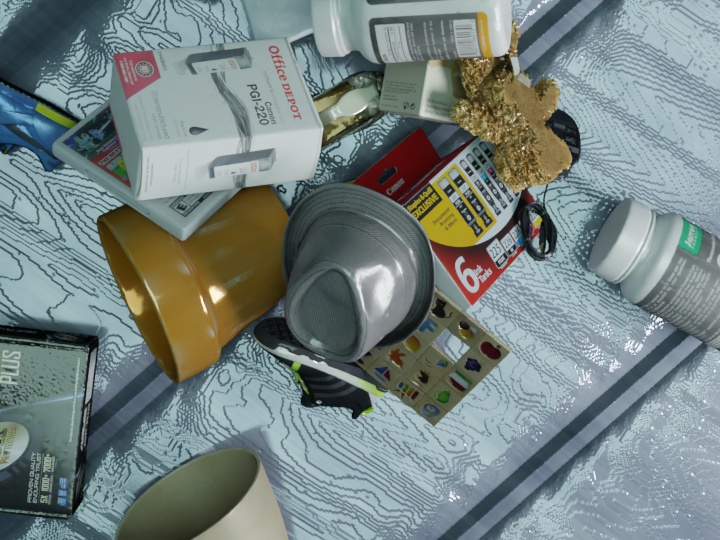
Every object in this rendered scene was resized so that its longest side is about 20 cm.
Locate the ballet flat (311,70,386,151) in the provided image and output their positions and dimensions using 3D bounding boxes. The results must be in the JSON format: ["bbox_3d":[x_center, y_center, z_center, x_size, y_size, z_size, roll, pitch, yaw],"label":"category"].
[{"bbox_3d":[-0.049,-0.169,1.621,0.199,0.072,0.073,-29,96,0],"label":"ballet flat"}]

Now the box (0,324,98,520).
[{"bbox_3d":[-0.392,0.168,1.624,0.162,0.086,0.203,7,95,-3],"label":"box"}]

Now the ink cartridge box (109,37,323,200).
[{"bbox_3d":[-0.154,-0.163,1.513,0.198,0.085,0.147,-8,54,-20],"label":"ink cartridge box"}]

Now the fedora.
[{"bbox_3d":[-0.018,0.019,1.473,0.176,0.090,0.201,29,135,7],"label":"fedora"}]

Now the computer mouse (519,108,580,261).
[{"bbox_3d":[0.211,-0.097,1.618,0.058,0.034,0.202,18,62,-8],"label":"computer mouse"}]

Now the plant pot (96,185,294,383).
[{"bbox_3d":[-0.167,-0.006,1.579,0.182,0.200,0.202,-27,96,-16],"label":"plant pot"}]

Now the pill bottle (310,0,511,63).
[{"bbox_3d":[0.054,-0.275,1.484,0.197,0.116,0.118,-1,95,12],"label":"pill bottle"}]

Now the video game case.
[{"bbox_3d":[-0.201,-0.138,1.552,0.181,0.023,0.200,33,51,14],"label":"video game case"}]

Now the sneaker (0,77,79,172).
[{"bbox_3d":[-0.417,-0.181,1.604,0.199,0.066,0.079,29,97,-5],"label":"sneaker"}]

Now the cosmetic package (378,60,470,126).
[{"bbox_3d":[0.093,-0.267,1.596,0.104,0.071,0.203,4,98,-43],"label":"cosmetic package"}]

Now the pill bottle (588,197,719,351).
[{"bbox_3d":[0.369,0.005,1.633,0.199,0.113,0.114,28,93,-6],"label":"pill bottle"}]

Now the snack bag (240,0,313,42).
[{"bbox_3d":[-0.057,-0.355,1.584,0.198,0.021,0.190,-21,73,8],"label":"snack bag"}]

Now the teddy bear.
[{"bbox_3d":[0.157,-0.186,1.573,0.201,0.066,0.145,52,52,-19],"label":"teddy bear"}]

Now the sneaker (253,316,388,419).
[{"bbox_3d":[-0.049,0.122,1.614,0.199,0.072,0.083,26,108,-35],"label":"sneaker"}]

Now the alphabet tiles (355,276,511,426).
[{"bbox_3d":[0.044,0.066,1.543,0.199,0.008,0.167,39,135,-1],"label":"alphabet tiles"}]

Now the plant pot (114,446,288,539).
[{"bbox_3d":[-0.150,0.338,1.618,0.186,0.187,0.201,-27,110,0],"label":"plant pot"}]

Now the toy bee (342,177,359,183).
[{"bbox_3d":[0.000,0.000,1.608,0.131,0.108,0.201,-39,78,43],"label":"toy bee"}]

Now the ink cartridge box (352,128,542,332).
[{"bbox_3d":[0.091,-0.064,1.570,0.084,0.200,0.176,-30,99,43],"label":"ink cartridge box"}]
